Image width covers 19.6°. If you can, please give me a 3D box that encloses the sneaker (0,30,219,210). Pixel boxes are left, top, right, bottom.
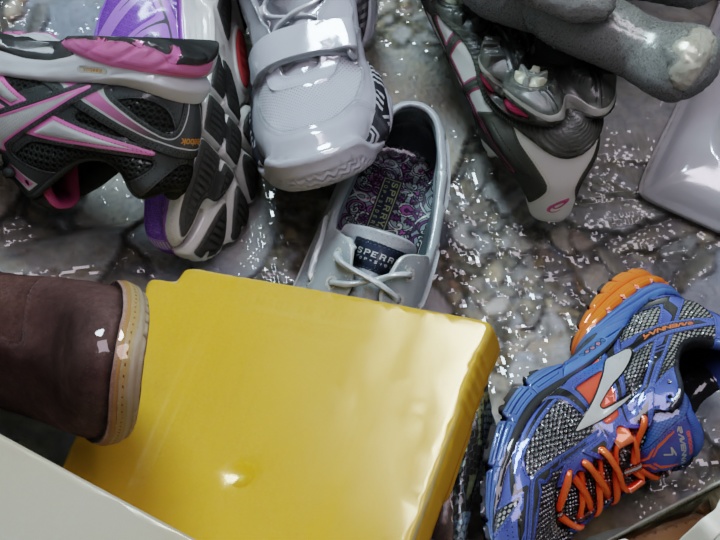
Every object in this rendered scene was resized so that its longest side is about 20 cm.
[{"bbox_3d":[-0.163,-0.073,1.015,0.200,0.086,0.080,7,8,33],"label":"sneaker"}]

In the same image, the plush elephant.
[{"bbox_3d":[0.108,-0.203,1.035,0.200,0.155,0.165,18,32,10],"label":"plush elephant"}]

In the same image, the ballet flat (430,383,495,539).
[{"bbox_3d":[0.021,0.126,0.946,0.074,0.074,0.200,20,63,2],"label":"ballet flat"}]

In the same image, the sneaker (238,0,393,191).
[{"bbox_3d":[-0.037,-0.131,1.045,0.075,0.115,0.200,-16,36,12],"label":"sneaker"}]

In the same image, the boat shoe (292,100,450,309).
[{"bbox_3d":[0.001,0.000,1.022,0.070,0.072,0.201,16,56,0],"label":"boat shoe"}]

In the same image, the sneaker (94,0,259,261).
[{"bbox_3d":[-0.101,-0.092,1.075,0.083,0.081,0.200,-12,59,13],"label":"sneaker"}]

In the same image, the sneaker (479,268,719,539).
[{"bbox_3d":[0.119,0.074,0.978,0.078,0.075,0.200,17,50,29],"label":"sneaker"}]

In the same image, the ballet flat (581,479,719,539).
[{"bbox_3d":[0.138,0.138,0.965,0.200,0.064,0.067,-24,65,-23],"label":"ballet flat"}]

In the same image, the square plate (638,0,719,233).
[{"bbox_3d":[0.277,-0.078,1.151,0.200,0.028,0.198,24,57,5],"label":"square plate"}]

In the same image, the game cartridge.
[{"bbox_3d":[-0.049,0.098,0.929,0.176,0.032,0.200,10,59,23],"label":"game cartridge"}]

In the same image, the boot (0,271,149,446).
[{"bbox_3d":[-0.187,0.029,0.904,0.166,0.200,0.072,8,90,-20],"label":"boot"}]

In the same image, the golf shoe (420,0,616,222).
[{"bbox_3d":[0.074,-0.108,1.109,0.077,0.088,0.200,-5,36,-10],"label":"golf shoe"}]

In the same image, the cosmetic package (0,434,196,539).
[{"bbox_3d":[-0.142,0.134,0.865,0.200,0.073,0.104,23,71,24],"label":"cosmetic package"}]
